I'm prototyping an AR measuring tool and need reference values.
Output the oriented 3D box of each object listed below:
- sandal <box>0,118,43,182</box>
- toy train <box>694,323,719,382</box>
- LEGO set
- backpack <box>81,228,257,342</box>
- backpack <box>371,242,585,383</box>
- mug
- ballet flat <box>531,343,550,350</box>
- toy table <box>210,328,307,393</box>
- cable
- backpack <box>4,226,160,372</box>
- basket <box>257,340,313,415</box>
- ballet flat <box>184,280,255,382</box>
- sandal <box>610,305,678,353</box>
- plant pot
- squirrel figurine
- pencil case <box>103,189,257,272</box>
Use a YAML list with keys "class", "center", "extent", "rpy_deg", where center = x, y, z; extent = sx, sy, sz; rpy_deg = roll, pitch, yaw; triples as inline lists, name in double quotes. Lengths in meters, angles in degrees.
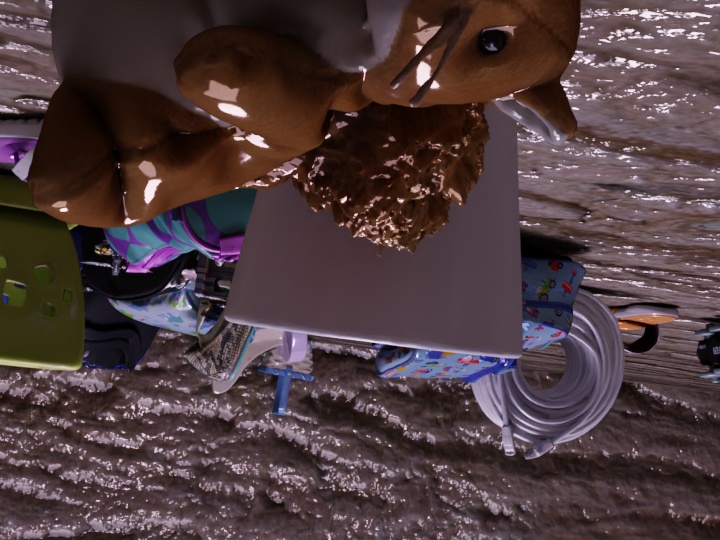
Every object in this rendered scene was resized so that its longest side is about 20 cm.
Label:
- class: "sandal"
  center: [-0.231, -0.084, 0.971]
  extent: [0.202, 0.050, 0.082]
  rpy_deg: [2, 172, 34]
- class: "toy train"
  center: [0.533, 0.104, 1.735]
  extent: [0.113, 0.086, 0.200]
  rpy_deg: [-5, 173, -8]
- class: "LEGO set"
  center: [-0.161, -0.012, 1.217]
  extent: [0.199, 0.117, 0.154]
  rpy_deg: [8, 173, -7]
- class: "backpack"
  center: [-0.185, 0.010, 1.424]
  extent: [0.163, 0.155, 0.200]
  rpy_deg: [-4, 179, 34]
- class: "backpack"
  center: [0.124, 0.041, 1.294]
  extent: [0.199, 0.135, 0.183]
  rpy_deg: [5, 166, -20]
- class: "mug"
  center: [0.000, -0.043, 0.646]
  extent: [0.186, 0.154, 0.149]
  rpy_deg: [6, 179, 32]
- class: "ballet flat"
  center: [0.250, 0.079, 1.896]
  extent: [0.072, 0.068, 0.200]
  rpy_deg: [25, 178, 3]
- class: "toy table"
  center: [-0.141, 0.059, 1.631]
  extent: [0.117, 0.185, 0.200]
  rpy_deg: [-6, 178, -13]
- class: "cable"
  center: [0.234, 0.117, 1.596]
  extent: [0.199, 0.201, 0.069]
  rpy_deg: [-20, -175, -15]
- class: "backpack"
  center: [-0.336, 0.024, 1.513]
  extent: [0.167, 0.163, 0.200]
  rpy_deg: [26, -177, 23]
- class: "basket"
  center: [-0.192, 0.267, 3.230]
  extent: [0.138, 0.201, 0.176]
  rpy_deg: [7, 172, -10]
- class: "ballet flat"
  center: [-0.121, 0.024, 1.327]
  extent: [0.075, 0.200, 0.068]
  rpy_deg: [31, -166, -13]
- class: "sandal"
  center: [0.378, 0.084, 1.761]
  extent: [0.079, 0.060, 0.207]
  rpy_deg: [7, 173, -5]
- class: "plant pot"
  center: [-0.376, 0.000, 1.262]
  extent: [0.199, 0.182, 0.199]
  rpy_deg: [10, 172, -22]
- class: "squirrel figurine"
  center: [-0.008, -0.085, 0.481]
  extent: [0.186, 0.142, 0.200]
  rpy_deg: [-8, 166, 14]
- class: "pencil case"
  center: [-0.143, -0.047, 1.025]
  extent: [0.085, 0.093, 0.200]
  rpy_deg: [5, 176, -27]
